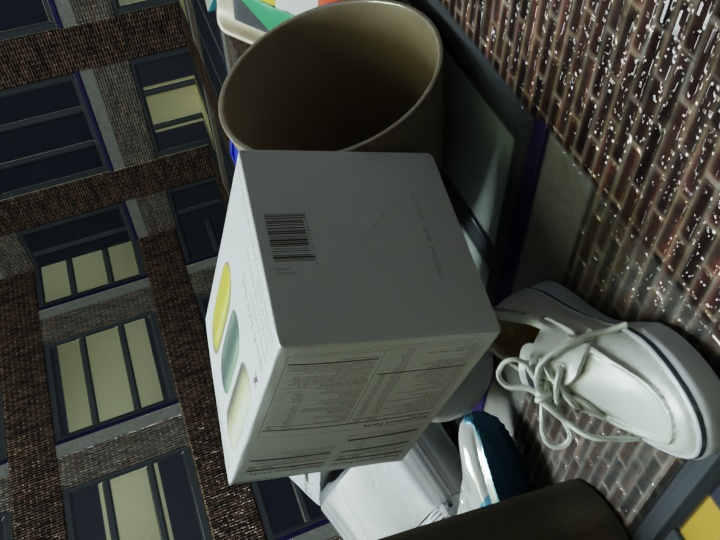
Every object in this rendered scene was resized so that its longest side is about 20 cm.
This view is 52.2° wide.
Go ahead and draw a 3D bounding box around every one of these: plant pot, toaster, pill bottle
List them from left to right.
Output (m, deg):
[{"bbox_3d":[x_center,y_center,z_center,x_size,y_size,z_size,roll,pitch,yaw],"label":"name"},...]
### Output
[{"bbox_3d":[-0.001,-0.093,0.647,0.189,0.184,0.202,61,176,41],"label":"plant pot"},{"bbox_3d":[0.054,0.252,0.832,0.201,0.113,0.130,-51,59,19],"label":"toaster"},{"bbox_3d":[0.050,0.089,0.746,0.200,0.108,0.113,152,101,-77],"label":"pill bottle"}]

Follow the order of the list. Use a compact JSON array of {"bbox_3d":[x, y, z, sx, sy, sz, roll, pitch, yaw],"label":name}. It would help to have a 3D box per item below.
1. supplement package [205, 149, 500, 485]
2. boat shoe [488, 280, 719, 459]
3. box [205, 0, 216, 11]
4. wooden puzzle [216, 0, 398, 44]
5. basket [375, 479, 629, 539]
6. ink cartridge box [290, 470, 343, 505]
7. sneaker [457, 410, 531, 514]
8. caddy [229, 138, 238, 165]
[{"bbox_3d":[-0.023,0.039,0.542,0.202,0.147,0.154,115,146,-49],"label":"supplement package"},{"bbox_3d":[0.125,0.061,0.448,0.202,0.084,0.076,-135,30,-65],"label":"boat shoe"},{"bbox_3d":[-0.286,-0.581,1.467,0.200,0.048,0.084,-149,44,-71],"label":"box"},{"bbox_3d":[-0.055,-0.256,0.663,0.201,0.182,0.038,109,-175,-65],"label":"wooden puzzle"},{"bbox_3d":[0.097,0.245,0.544,0.137,0.196,0.183,-125,21,-50],"label":"basket"},{"bbox_3d":[-0.018,0.167,0.910,0.083,0.200,0.147,32,149,20],"label":"ink cartridge box"},{"bbox_3d":[0.115,0.229,0.666,0.079,0.076,0.205,-12,95,33],"label":"sneaker"},{"bbox_3d":[-0.136,-0.192,1.212,0.142,0.105,0.200,48,165,1],"label":"caddy"}]
